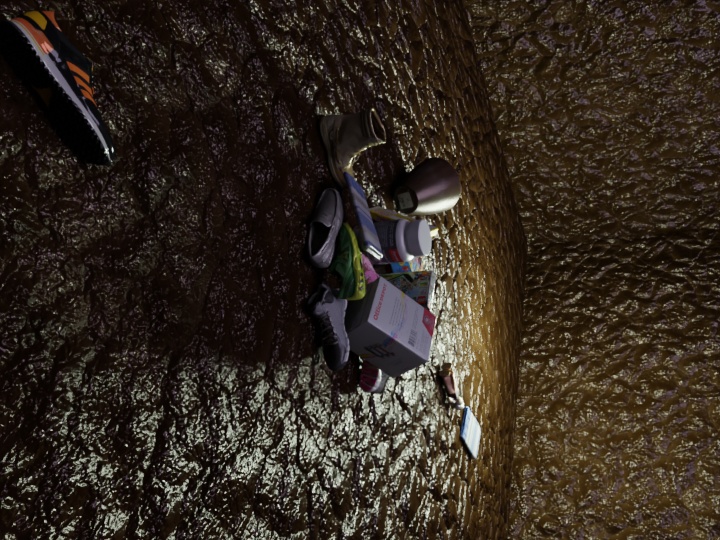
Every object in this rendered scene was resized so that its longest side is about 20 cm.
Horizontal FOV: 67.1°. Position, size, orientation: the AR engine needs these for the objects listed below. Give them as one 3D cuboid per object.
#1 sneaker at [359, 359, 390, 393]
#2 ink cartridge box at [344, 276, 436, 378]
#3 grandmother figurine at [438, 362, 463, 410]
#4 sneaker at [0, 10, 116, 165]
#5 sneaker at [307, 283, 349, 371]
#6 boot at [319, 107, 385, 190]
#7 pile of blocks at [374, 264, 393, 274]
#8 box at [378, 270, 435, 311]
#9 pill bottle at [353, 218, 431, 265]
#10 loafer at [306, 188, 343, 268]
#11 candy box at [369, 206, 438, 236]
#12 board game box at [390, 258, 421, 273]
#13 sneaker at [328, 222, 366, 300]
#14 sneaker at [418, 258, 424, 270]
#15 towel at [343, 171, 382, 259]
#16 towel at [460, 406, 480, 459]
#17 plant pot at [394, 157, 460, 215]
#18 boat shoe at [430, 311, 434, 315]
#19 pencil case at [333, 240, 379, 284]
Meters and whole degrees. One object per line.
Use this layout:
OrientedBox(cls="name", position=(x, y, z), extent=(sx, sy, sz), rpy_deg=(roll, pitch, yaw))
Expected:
OrientedBox(cls="sneaker", position=(0.051, 0.247, 1.487), extent=(0.088, 0.073, 0.202), rpy_deg=(54, 42, -50))
OrientedBox(cls="ink cartridge box", position=(0.066, 0.145, 1.373), extent=(0.199, 0.144, 0.146), rpy_deg=(36, 47, -19))
OrientedBox(cls="grandmother figurine", position=(0.350, 0.455, 2.064), extent=(0.122, 0.060, 0.202), rpy_deg=(-53, 129, -42))
OrientedBox(cls="sneaker", position=(-0.375, -0.242, 0.719), extent=(0.201, 0.069, 0.090), rpy_deg=(64, 37, -32))
OrientedBox(cls="sneaker", position=(-0.084, 0.125, 1.249), extent=(0.115, 0.074, 0.202), rpy_deg=(33, 46, -52))
OrientedBox(cls="boot", position=(-0.006, -0.303, 1.371), extent=(0.073, 0.154, 0.202), rpy_deg=(-56, 136, -53))
OrientedBox(cls="pile of blocks", position=(0.094, 0.061, 1.612), extent=(0.082, 0.061, 0.203), rpy_deg=(-26, 109, -62))
OrientedBox(cls="box", position=(0.101, 0.060, 1.474), extent=(0.035, 0.198, 0.111), rpy_deg=(53, 41, -46))
OrientedBox(cls="pill bottle", position=(0.082, -0.076, 1.459), extent=(0.114, 0.198, 0.116), rpy_deg=(19, 69, -61))
OrientedBox(cls="loafer", position=(-0.085, -0.107, 1.277), extent=(0.070, 0.069, 0.203), rpy_deg=(48, 44, -62))
OrientedBox(cls="candy box", position=(0.116, -0.139, 1.551), extent=(0.102, 0.198, 0.027), rpy_deg=(-26, 135, -60))
OrientedBox(cls="board game box", position=(0.130, -0.041, 1.634), extent=(0.200, 0.055, 0.198), rpy_deg=(-56, 129, -72))
OrientedBox(cls="sneaker", position=(-0.038, -0.025, 1.285), extent=(0.074, 0.082, 0.202), rpy_deg=(63, 17, -63))
OrientedBox(cls="sneaker", position=(0.181, 0.042, 1.781), extent=(0.077, 0.077, 0.203), rpy_deg=(48, 47, -69))
OrientedBox(cls="towel", position=(0.005, -0.132, 1.351), extent=(0.147, 0.024, 0.202), rpy_deg=(29, 43, -73))
OrientedBox(cls="towel", position=(0.463, 0.684, 2.285), extent=(0.201, 0.024, 0.148), rpy_deg=(59, 39, -38))
OrientedBox(cls="plant pot", position=(0.202, -0.258, 1.788), extent=(0.199, 0.185, 0.189), rpy_deg=(-30, 113, -45))
OrientedBox(cls="boat shoe", position=(0.116, 0.101, 1.509), extent=(0.064, 0.198, 0.071), rpy_deg=(28, 85, -57))
OrientedBox(cls="pencil case", position=(0.000, 0.000, 1.415), extent=(0.083, 0.086, 0.200), rpy_deg=(-56, 140, -18))
